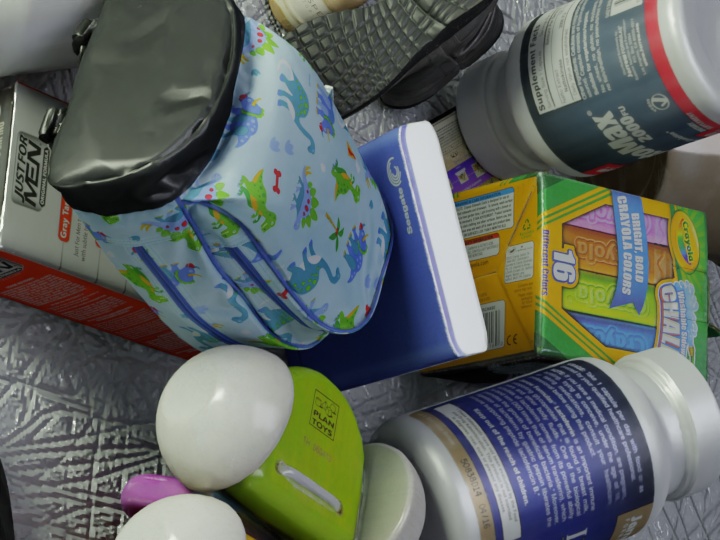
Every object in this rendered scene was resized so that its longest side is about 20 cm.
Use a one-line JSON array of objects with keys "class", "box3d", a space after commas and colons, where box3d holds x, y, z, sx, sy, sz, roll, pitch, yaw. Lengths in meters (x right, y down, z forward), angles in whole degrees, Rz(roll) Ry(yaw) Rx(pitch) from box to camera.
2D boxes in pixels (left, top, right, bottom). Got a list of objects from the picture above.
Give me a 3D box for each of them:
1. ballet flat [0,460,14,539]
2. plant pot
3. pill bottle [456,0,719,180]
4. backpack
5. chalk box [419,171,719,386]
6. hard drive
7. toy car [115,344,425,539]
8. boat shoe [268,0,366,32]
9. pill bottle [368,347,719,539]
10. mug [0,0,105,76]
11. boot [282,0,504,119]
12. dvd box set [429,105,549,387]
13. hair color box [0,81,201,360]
[{"class": "ballet flat", "box3d": [-0.222, 0.095, 1.027, 0.066, 0.057, 0.200, -40, 114, -76]}, {"class": "plant pot", "box3d": [0.266, -0.090, 1.540, 0.173, 0.200, 0.200, -2, 78, -31]}, {"class": "pill bottle", "box3d": [0.169, -0.130, 1.367, 0.120, 0.200, 0.120, 19, 63, -42]}, {"class": "backpack", "box3d": [-0.069, -0.039, 1.069, 0.200, 0.154, 0.163, 78, 19, -47]}, {"class": "chalk box", "box3d": [0.154, 0.018, 1.349, 0.200, 0.125, 0.124, 11, 75, -37]}, {"class": "hard drive", "box3d": [0.000, 0.000, 1.183, 0.025, 0.200, 0.132, -12, 85, -29]}, {"class": "toy car", "box3d": [-0.071, 0.148, 1.089, 0.175, 0.150, 0.200, 38, 55, -37]}, {"class": "boat shoe", "box3d": [-0.004, -0.245, 1.361, 0.074, 0.069, 0.200, 34, 53, -36]}, {"class": "pill bottle", "box3d": [0.113, 0.118, 1.207, 0.200, 0.116, 0.116, -17, 89, -25]}, {"class": "mug", "box3d": [-0.181, -0.191, 1.104, 0.153, 0.149, 0.187, -24, 85, -41]}, {"class": "boot", "box3d": [0.016, -0.133, 1.330, 0.070, 0.200, 0.132, 58, -6, 15]}, {"class": "dvd box set", "box3d": [0.101, -0.022, 1.428, 0.146, 0.029, 0.200, -34, 102, -48]}, {"class": "hair color box", "box3d": [-0.139, -0.022, 1.139, 0.200, 0.061, 0.102, 24, 60, -43]}]
